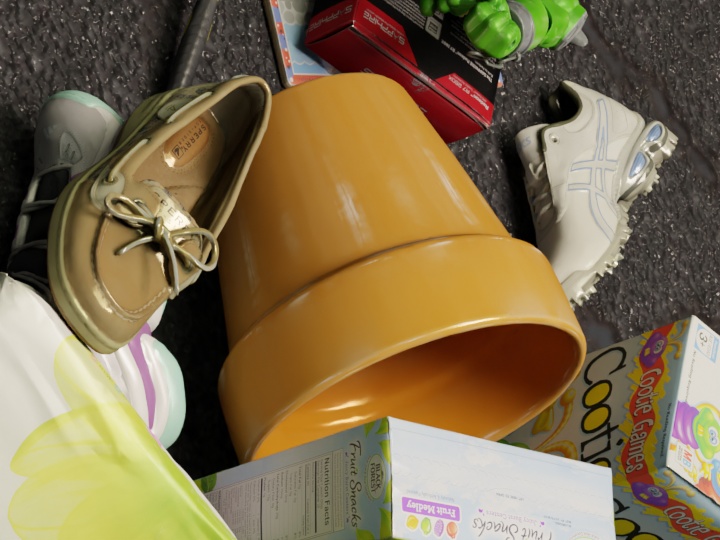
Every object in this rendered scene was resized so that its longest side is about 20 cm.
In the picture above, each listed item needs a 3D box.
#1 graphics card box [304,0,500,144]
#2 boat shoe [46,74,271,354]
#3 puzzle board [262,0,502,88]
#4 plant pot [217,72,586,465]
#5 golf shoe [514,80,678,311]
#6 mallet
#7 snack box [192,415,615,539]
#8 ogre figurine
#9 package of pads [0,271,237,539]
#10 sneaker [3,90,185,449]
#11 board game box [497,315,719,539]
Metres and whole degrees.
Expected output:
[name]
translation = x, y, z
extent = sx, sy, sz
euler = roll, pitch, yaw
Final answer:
[graphics card box]
translation = 0.041, -0.194, 1.594
extent = 0.125, 0.051, 0.201
euler = 33, 55, -32
[boat shoe]
translation = -0.099, -0.037, 1.275
extent = 0.073, 0.062, 0.201
euler = 52, 33, -25
[puzzle board]
translation = 0.010, -0.189, 1.609
extent = 0.199, 0.017, 0.152
euler = -4, 76, -45
[plant pot]
translation = 0.000, 0.000, 1.409
extent = 0.199, 0.200, 0.184
euler = 3, 56, -44
[golf shoe]
translation = 0.129, -0.044, 1.645
extent = 0.097, 0.078, 0.201
euler = 36, 43, -8
[mallet]
translation = -0.090, -0.160, 1.487
extent = 0.041, 0.066, 0.201
euler = 23, 72, -12
[snack box]
translation = 0.007, 0.141, 1.336
extent = 0.168, 0.199, 0.068
euler = 15, 63, -40
[ogre figurine]
translation = 0.071, -0.195, 1.513
extent = 0.119, 0.099, 0.200
euler = 15, 20, -45
[package of pads]
translation = -0.165, 0.117, 1.228
extent = 0.154, 0.068, 0.200
euler = -44, 108, -15
[sneaker]
translation = -0.167, 0.004, 1.306
extent = 0.139, 0.077, 0.202
euler = -4, 76, -47
[board game box]
translation = 0.143, 0.119, 1.482
extent = 0.103, 0.199, 0.105
euler = 37, 50, -29
